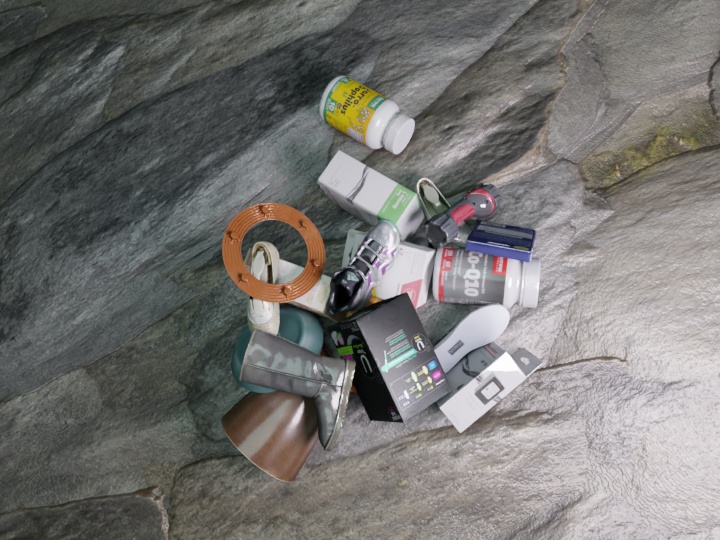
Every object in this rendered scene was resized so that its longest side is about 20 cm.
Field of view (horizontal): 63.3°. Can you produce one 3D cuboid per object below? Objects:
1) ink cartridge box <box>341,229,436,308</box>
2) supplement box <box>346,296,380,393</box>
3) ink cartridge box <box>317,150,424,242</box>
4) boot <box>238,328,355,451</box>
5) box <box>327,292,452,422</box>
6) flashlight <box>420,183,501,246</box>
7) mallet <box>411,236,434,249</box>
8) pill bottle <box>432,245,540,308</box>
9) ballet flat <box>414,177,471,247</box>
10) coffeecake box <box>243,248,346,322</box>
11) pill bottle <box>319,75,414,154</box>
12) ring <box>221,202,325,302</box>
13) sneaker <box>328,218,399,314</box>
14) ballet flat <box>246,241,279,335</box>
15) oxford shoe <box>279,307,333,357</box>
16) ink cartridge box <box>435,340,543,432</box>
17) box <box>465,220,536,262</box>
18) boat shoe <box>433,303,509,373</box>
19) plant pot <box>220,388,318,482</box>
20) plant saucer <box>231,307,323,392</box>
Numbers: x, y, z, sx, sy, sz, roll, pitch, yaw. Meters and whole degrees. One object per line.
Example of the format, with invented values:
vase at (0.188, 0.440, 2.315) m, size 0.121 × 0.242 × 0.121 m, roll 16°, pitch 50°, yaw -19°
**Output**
ink cartridge box at (0.042, -0.008, 1.186) m, size 0.198 × 0.067 × 0.118 m, roll 15°, pitch 101°, yaw 21°
supplement box at (0.001, 0.150, 1.205) m, size 0.066 × 0.069 × 0.202 m, roll 2°, pitch 75°, yaw 11°
ink cartridge box at (0.024, -0.150, 1.229) m, size 0.199 × 0.146 × 0.085 m, roll 33°, pitch 85°, yaw 18°
boot at (-0.121, 0.214, 1.050) m, size 0.198 × 0.073 × 0.184 m, roll 13°, pitch 78°, yaw -7°
box at (0.052, 0.165, 1.095) m, size 0.124 × 0.148 × 0.201 m, roll -26°, pitch 91°, yaw -27°
flashlight at (0.206, -0.109, 1.159) m, size 0.067 × 0.200 × 0.068 m, roll -24°, pitch 100°, yaw 49°
mallet at (0.065, -0.016, 1.249) m, size 0.199 × 0.066 × 0.042 m, roll -25°, pitch 72°, yaw 22°
pill bottle at (0.248, 0.014, 1.152) m, size 0.198 × 0.114 × 0.115 m, roll 5°, pitch 78°, yaw 15°
ballet flat at (0.172, -0.114, 1.227) m, size 0.069 × 0.069 × 0.201 m, roll -33°, pitch 72°, yaw 4°
coffeecake box at (-0.132, 0.035, 1.218) m, size 0.198 × 0.154 × 0.074 m, roll 19°, pitch 81°, yaw 18°
pill bottle at (0.016, -0.340, 1.294) m, size 0.199 × 0.113 × 0.113 m, roll 34°, pitch 86°, yaw 18°
ring at (-0.161, -0.038, 1.106) m, size 0.198 × 0.019 × 0.203 m, roll 6°, pitch 71°, yaw -19°
sneaker at (0.000, 0.000, 1.091) m, size 0.077 × 0.140 × 0.201 m, roll 29°, pitch 107°, yaw 17°
ballet flat at (-0.192, 0.041, 1.117) m, size 0.067 × 0.062 × 0.202 m, roll -5°, pitch 77°, yaw 10°
oxford shoe at (-0.127, 0.159, 1.233) m, size 0.071 × 0.071 × 0.200 m, roll -44°, pitch 73°, yaw -2°
ink cartridge box at (0.232, 0.200, 1.103) m, size 0.200 × 0.116 × 0.067 m, roll -40°, pitch 98°, yaw 1°
box at (0.272, -0.056, 1.125) m, size 0.120 × 0.200 × 0.033 m, roll 12°, pitch 107°, yaw 16°
boat shoe at (0.206, 0.131, 1.148) m, size 0.070 × 0.066 × 0.200 m, roll 44°, pitch 106°, yaw -3°
plant pot at (-0.138, 0.270, 1.147) m, size 0.187 × 0.187 × 0.200 m, roll 39°, pitch 87°, yaw 19°
plant saucer at (-0.171, 0.143, 1.150) m, size 0.198 × 0.036 × 0.201 m, roll -13°, pitch 45°, yaw 13°
